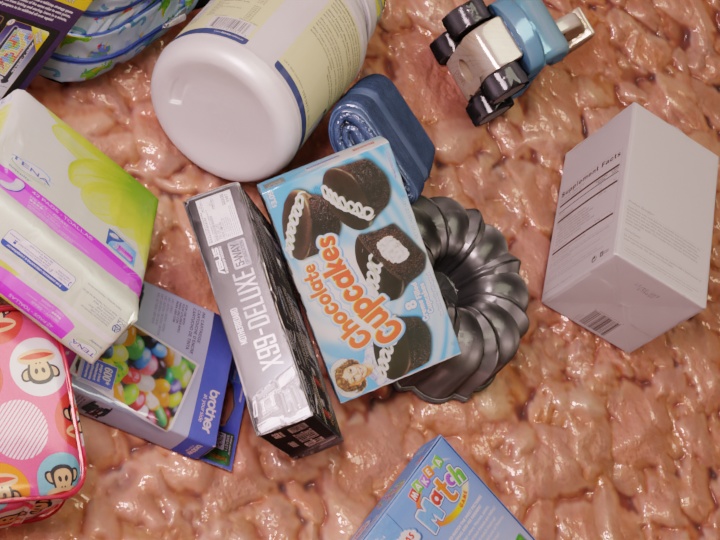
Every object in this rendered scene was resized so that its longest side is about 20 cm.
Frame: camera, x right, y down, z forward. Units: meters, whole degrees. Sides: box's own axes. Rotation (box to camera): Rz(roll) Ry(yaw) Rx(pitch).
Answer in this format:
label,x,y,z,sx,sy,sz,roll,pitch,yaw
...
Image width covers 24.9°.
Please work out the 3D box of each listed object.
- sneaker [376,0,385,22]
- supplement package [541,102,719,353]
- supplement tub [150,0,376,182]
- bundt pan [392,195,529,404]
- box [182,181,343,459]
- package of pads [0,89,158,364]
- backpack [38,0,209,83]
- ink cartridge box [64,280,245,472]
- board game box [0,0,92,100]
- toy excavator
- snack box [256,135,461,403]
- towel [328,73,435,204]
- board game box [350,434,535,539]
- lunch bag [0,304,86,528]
label,x,y,z,sx,sy,sz,roll,pitch,yaw
sneaker,-0.050,-0.315,1.604,0.201,0.075,0.076,57,39,-11
supplement package,0.276,-0.043,1.661,0.121,0.120,0.201,29,52,-19
supplement tub,-0.081,-0.191,1.455,0.145,0.145,0.200,43,48,-10
bundt pan,0.078,0.016,1.510,0.201,0.076,0.203,18,56,-29
box,-0.076,0.044,1.332,0.049,0.158,0.201,-20,75,3
package of pads,-0.233,-0.039,1.221,0.154,0.068,0.200,40,19,-20
backpack,-0.231,-0.249,1.387,0.163,0.154,0.200,42,61,1
ink cartridge box,-0.172,0.073,1.316,0.199,0.042,0.120,27,53,-25
board game box,-0.311,-0.186,1.209,0.057,0.166,0.200,46,16,23
toy excavator,0.177,-0.236,1.694,0.199,0.195,0.100,-28,83,-14
snack box,0.000,0.000,1.389,0.115,0.037,0.201,-22,108,-5
towel,0.017,-0.115,1.489,0.112,0.048,0.200,57,16,-9
board game box,0.092,0.265,1.411,0.200,0.037,0.151,49,47,-6
lunch bag,-0.303,0.098,1.156,0.199,0.082,0.177,-6,72,-28
